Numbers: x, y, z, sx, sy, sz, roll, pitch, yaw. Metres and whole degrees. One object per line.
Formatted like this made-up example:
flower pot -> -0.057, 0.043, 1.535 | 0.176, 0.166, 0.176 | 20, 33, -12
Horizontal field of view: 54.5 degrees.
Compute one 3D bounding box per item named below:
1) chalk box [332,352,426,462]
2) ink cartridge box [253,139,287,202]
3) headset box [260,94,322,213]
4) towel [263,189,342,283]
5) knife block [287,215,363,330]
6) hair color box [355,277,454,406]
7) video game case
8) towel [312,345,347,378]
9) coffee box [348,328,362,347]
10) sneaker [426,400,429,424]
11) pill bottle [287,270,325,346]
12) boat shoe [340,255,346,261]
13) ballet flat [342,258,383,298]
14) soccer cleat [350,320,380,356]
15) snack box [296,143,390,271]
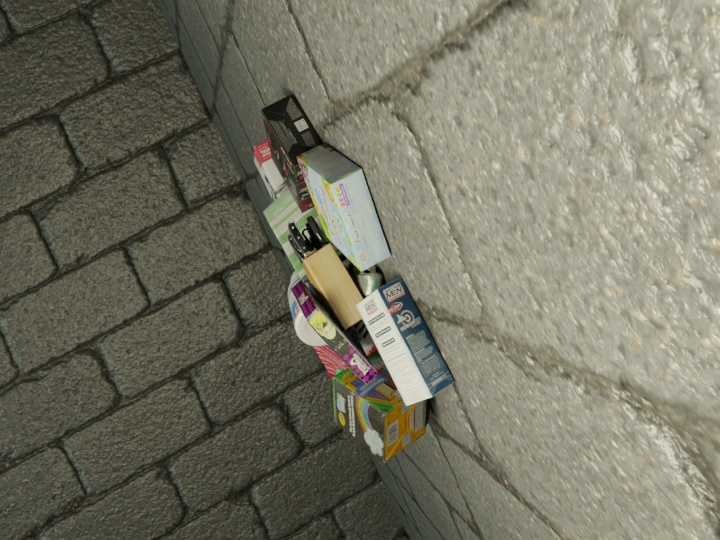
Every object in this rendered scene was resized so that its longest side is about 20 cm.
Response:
chalk box -> 0.024, 0.261, 1.411 | 0.198, 0.122, 0.128 | 29, 131, 41
ink cartridge box -> -0.182, -0.210, 1.707 | 0.204, 0.082, 0.145 | 64, 170, 2
headset box -> -0.126, -0.225, 1.410 | 0.151, 0.074, 0.201 | 59, 169, 20
towel -> -0.112, -0.093, 1.489 | 0.203, 0.151, 0.023 | 58, -164, 21
knife block -> -0.069, -0.007, 1.337 | 0.200, 0.063, 0.178 | 48, 165, 47
hair color box -> 0.076, 0.125, 1.222 | 0.204, 0.060, 0.100 | 63, 150, 5
video game case -> -0.055, 0.116, 1.368 | 0.182, 0.036, 0.200 | 49, 179, -19
towel -> -0.058, 0.224, 1.641 | 0.143, 0.022, 0.202 | 33, 159, 39
coffee box -> -0.004, 0.160, 1.612 | 0.043, 0.124, 0.201 | 33, 159, 15
sneaker -> 0.094, 0.258, 1.498 | 0.077, 0.074, 0.206 | -165, 60, -71
pill bottle -> -0.106, 0.071, 1.580 | 0.201, 0.110, 0.114 | -112, 1, -60
boat shoe -> -0.045, -0.009, 1.581 | 0.201, 0.069, 0.067 | -119, 5, -61
ballet flat -> 0.000, 0.000, 1.411 | 0.200, 0.066, 0.066 | -140, 52, -64
soccer cleat -> 0.007, 0.113, 1.473 | 0.203, 0.083, 0.070 | 82, -157, -46
snack box -> -0.033, -0.116, 1.234 | 0.200, 0.066, 0.172 | 42, 156, 60
